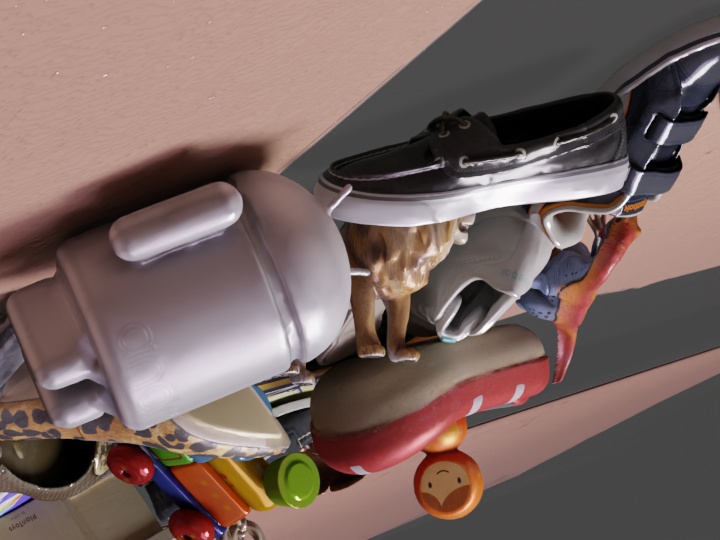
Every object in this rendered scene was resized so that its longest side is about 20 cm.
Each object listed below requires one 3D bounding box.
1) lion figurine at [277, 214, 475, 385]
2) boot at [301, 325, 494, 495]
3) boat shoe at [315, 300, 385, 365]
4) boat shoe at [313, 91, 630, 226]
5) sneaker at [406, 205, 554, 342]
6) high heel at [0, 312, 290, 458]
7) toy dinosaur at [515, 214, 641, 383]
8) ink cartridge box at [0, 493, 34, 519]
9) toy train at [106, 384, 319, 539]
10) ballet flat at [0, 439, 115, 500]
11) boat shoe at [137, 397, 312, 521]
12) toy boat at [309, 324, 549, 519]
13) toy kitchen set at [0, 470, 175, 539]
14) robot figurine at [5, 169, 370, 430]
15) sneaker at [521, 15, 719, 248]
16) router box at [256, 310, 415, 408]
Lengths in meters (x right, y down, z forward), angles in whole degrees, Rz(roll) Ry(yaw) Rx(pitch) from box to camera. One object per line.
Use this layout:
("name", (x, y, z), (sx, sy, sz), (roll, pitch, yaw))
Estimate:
("lion figurine", (-0.013, 0.003, 1.371), (0.200, 0.123, 0.072), (-14, 165, 42))
("boot", (0.015, 0.111, 1.744), (0.200, 0.074, 0.155), (-26, -158, 22))
("boat shoe", (0.000, 0.000, 1.467), (0.067, 0.057, 0.200), (-24, 164, -32))
("boat shoe", (0.066, -0.069, 1.272), (0.200, 0.057, 0.069), (-8, -156, -20))
("sneaker", (0.065, 0.018, 1.509), (0.075, 0.089, 0.200), (26, 150, -14))
("high heel", (-0.155, 0.088, 1.320), (0.200, 0.071, 0.143), (27, 138, -21))
("toy dinosaur", (0.166, 0.002, 1.577), (0.105, 0.200, 0.181), (-38, -158, -8))
("ink cartridge box", (-0.297, 0.193, 1.629), (0.198, 0.043, 0.200), (-38, 169, 14))
("toy train", (-0.072, 0.151, 1.481), (0.116, 0.200, 0.085), (-10, -140, 42))
("ballet flat", (-0.223, 0.124, 1.482), (0.046, 0.068, 0.200), (-3, 173, 28))
("boat shoe", (-0.087, 0.142, 1.612), (0.200, 0.060, 0.076), (-14, 165, -41))
("toy boat", (0.055, 0.118, 1.573), (0.130, 0.131, 0.200), (-13, 180, 40))
("toy kitchen set", (-0.238, 0.278, 1.631), (0.200, 0.163, 0.180), (-27, 168, -39))
("robot figurine", (-0.090, 0.015, 1.186), (0.200, 0.113, 0.170), (-23, 149, -9))
("sneaker", (0.180, -0.085, 1.376), (0.078, 0.080, 0.200), (-11, 161, -45))
("router box", (-0.073, 0.072, 1.612), (0.200, 0.052, 0.157), (-14, 164, -41))
